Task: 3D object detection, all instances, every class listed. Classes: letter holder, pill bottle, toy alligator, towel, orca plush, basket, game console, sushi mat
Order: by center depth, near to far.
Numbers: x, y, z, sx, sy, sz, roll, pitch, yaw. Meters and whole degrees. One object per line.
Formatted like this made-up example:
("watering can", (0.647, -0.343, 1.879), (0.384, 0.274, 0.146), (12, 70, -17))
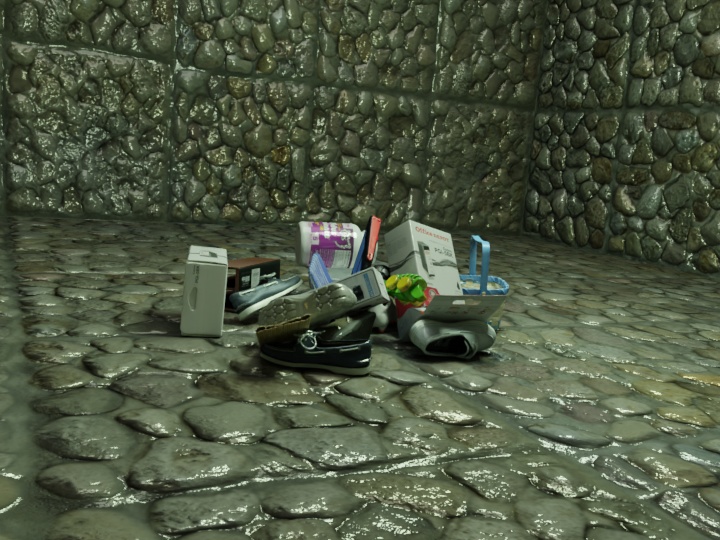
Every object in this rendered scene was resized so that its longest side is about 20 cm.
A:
("sushi mat", (-0.133, 0.107, 1.328), (0.094, 0.012, 0.200), (-13, -12, -8))
("toy alligator", (0.082, 0.030, 1.555), (0.059, 0.055, 0.199), (46, -19, -25))
("game console", (0.000, 0.000, 1.641), (0.030, 0.202, 0.178), (17, 37, -2))
("towel", (-0.073, 0.044, 1.659), (0.023, 0.147, 0.200), (-24, 12, 5))
("orca plush", (0.104, 0.040, 1.703), (0.199, 0.071, 0.105), (39, -3, -11))
("basket", (0.271, 0.028, 1.761), (0.136, 0.204, 0.176), (5, 7, 0))
("letter holder", (-0.296, 0.026, 1.804), (0.139, 0.103, 0.199), (6, 8, 21))
("pill bottle", (-0.061, -0.063, 1.911), (0.196, 0.115, 0.112), (2, 9, -14))

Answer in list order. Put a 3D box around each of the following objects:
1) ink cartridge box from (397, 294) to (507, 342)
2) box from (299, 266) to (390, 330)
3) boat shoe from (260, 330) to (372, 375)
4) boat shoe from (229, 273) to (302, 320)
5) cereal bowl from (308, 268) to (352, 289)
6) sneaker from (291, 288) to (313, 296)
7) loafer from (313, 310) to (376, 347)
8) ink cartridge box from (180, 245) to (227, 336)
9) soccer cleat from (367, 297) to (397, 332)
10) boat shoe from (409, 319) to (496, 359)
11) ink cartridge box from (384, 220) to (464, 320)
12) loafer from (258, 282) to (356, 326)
("ink cartridge box", (0.177, 0.080, 1.515), (0.157, 0.048, 0.201), (1, -31, -19))
("box", (-0.048, 0.062, 1.491), (0.197, 0.061, 0.117), (-21, -10, 8))
("boat shoe", (-0.077, 0.137, 1.321), (0.196, 0.063, 0.075), (6, 11, 13))
("boat shoe", (-0.204, 0.044, 1.659), (0.199, 0.062, 0.075), (-31, -2, -44))
("cereal bowl", (-0.031, 0.048, 1.858), (0.196, 0.085, 0.200), (5, 8, -1))
("sneaker", (-0.121, 0.085, 1.681), (0.091, 0.072, 0.200), (-13, 10, 4))
("loafer", (-0.030, 0.110, 1.451), (0.069, 0.077, 0.199), (23, 15, 20))
("ink cartridge box", (-0.314, 0.039, 1.543), (0.081, 0.150, 0.200), (5, 9, -12))
("soccer cleat", (0.052, 0.082, 1.705), (0.068, 0.079, 0.200), (6, 8, 9))
("boat shoe", (0.188, 0.141, 1.479), (0.197, 0.071, 0.072), (6, 31, -29))
("ink cartridge box", (0.141, 0.009, 1.658), (0.145, 0.204, 0.082), (14, -32, -42))
("loafer", (-0.098, 0.076, 1.406), (0.197, 0.071, 0.070), (-15, -22, 26))
